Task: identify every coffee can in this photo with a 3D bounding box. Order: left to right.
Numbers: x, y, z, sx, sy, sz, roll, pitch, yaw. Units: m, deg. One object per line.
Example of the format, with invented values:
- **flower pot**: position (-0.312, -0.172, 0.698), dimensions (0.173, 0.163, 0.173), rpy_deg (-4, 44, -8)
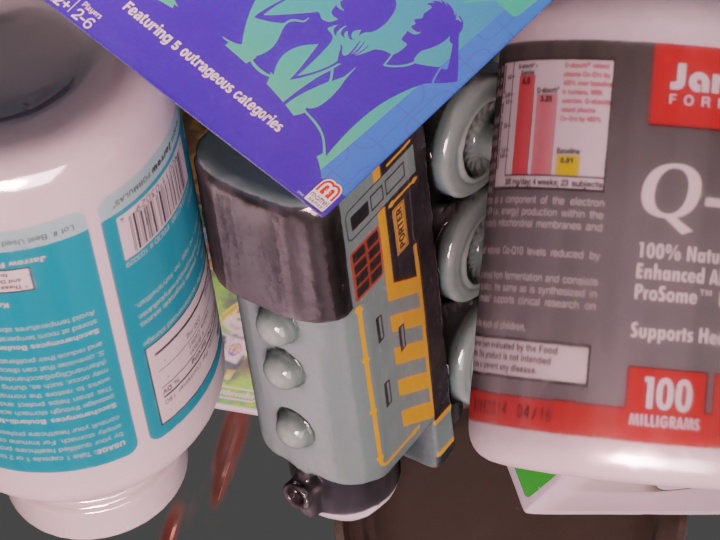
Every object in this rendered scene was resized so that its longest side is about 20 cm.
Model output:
- **coffee can**: position (0.070, 0.166, 1.095), dimensions (0.145, 0.147, 0.201), rpy_deg (-16, 136, -8)

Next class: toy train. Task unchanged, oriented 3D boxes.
- **toy train**: position (0.000, 0.000, 0.894), dimensions (0.114, 0.085, 0.201), rpy_deg (-45, 146, -34)

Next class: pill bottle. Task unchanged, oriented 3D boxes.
- **pill bottle**: position (-0.106, 0.003, 0.856), dimensions (0.110, 0.111, 0.201), rpy_deg (-15, 135, -9)
- **pill bottle**: position (0.099, -0.033, 0.826), dimensions (0.115, 0.116, 0.202), rpy_deg (5, 90, -27)

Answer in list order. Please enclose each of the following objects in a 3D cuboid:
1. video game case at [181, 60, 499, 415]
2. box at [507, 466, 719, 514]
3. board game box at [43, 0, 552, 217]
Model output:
- **video game case**: position (-0.062, -0.023, 0.947), dimensions (0.199, 0.022, 0.183), rpy_deg (12, 126, -31)
- **box**: position (0.170, 0.012, 0.982), dimensions (0.199, 0.097, 0.176), rpy_deg (5, 144, -40)
- **board game box**: position (0.007, -0.128, 0.730), dimensions (0.200, 0.045, 0.152), rpy_deg (-44, 131, 12)
